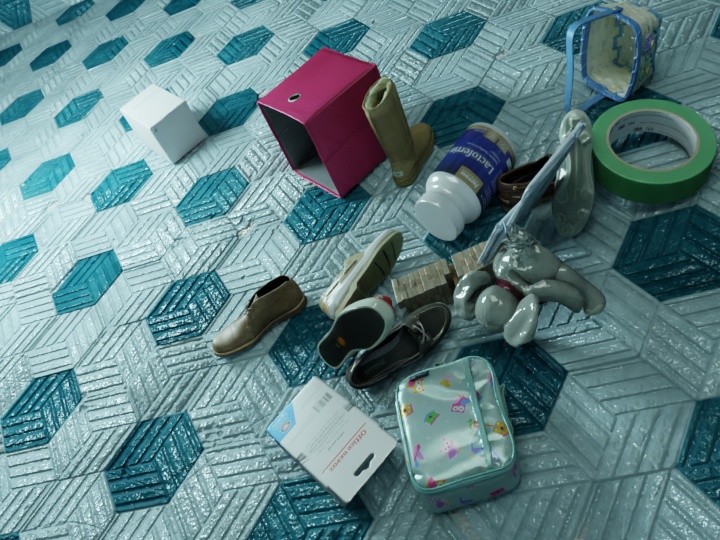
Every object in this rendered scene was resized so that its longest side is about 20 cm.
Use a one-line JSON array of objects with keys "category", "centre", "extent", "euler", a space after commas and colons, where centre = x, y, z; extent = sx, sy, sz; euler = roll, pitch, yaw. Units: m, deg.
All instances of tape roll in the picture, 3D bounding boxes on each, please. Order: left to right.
[{"category": "tape roll", "centre": [0.480, -0.200, 1.185], "extent": [0.195, 0.049, 0.204], "euler": [-5, 51, 6]}]

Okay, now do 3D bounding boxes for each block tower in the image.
[{"category": "block tower", "centre": [0.153, 0.014, 1.188], "extent": [0.196, 0.058, 0.055], "euler": [-21, 43, 6]}]

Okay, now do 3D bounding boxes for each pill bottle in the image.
[{"category": "pill bottle", "centre": [0.188, -0.158, 1.285], "extent": [0.114, 0.117, 0.201], "euler": [19, 62, 39]}]

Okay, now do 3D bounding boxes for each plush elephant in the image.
[{"category": "plush elephant", "centre": [0.234, 0.038, 1.053], "extent": [0.156, 0.198, 0.165], "euler": [-54, 43, 6]}]

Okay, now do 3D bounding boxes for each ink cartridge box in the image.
[{"category": "ink cartridge box", "centre": [-0.034, 0.259, 1.052], "extent": [0.116, 0.067, 0.198], "euler": [-45, 44, -16]}]

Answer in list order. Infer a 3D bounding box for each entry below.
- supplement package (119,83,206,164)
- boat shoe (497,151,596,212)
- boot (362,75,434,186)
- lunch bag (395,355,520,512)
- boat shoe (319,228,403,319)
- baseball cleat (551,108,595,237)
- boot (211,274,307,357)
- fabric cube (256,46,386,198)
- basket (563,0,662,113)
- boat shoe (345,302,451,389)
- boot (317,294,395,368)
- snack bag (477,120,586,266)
[{"category": "supplement package", "centre": [-0.517, -0.385, 1.870], "extent": [0.121, 0.121, 0.199], "euler": [-41, 44, -16]}, {"category": "boat shoe", "centre": [0.335, -0.168, 1.249], "extent": [0.196, 0.071, 0.071], "euler": [-24, 39, 4]}, {"category": "boot", "centre": [0.080, -0.294, 1.405], "extent": [0.065, 0.202, 0.178], "euler": [0, 49, 26]}, {"category": "lunch bag", "centre": [0.136, 0.217, 0.992], "extent": [0.157, 0.078, 0.203], "euler": [-20, 44, 11]}, {"category": "boat shoe", "centre": [0.000, 0.000, 1.269], "extent": [0.067, 0.075, 0.201], "euler": [23, 65, 34]}, {"category": "baseball cleat", "centre": [0.358, -0.163, 1.183], "extent": [0.068, 0.206, 0.106], "euler": [8, 18, 17]}, {"category": "boot", "centre": [-0.196, 0.079, 1.303], "extent": [0.198, 0.076, 0.074], "euler": [-35, 45, -4]}, {"category": "fabric cube", "centre": [-0.060, -0.313, 1.500], "extent": [0.199, 0.202, 0.195], "euler": [-42, 43, -14]}, {"category": "basket", "centre": [0.456, -0.401, 1.322], "extent": [0.197, 0.179, 0.140], "euler": [-27, 45, -14]}, {"category": "boat shoe", "centre": [0.062, 0.122, 1.118], "extent": [0.198, 0.068, 0.057], "euler": [-36, -1, 2]}, {"category": "boot", "centre": [0.021, 0.066, 1.127], "extent": [0.144, 0.073, 0.200], "euler": [-41, -1, -36]}, {"category": "snack bag", "centre": [0.259, -0.115, 1.094], "extent": [0.021, 0.201, 0.189], "euler": [37, 60, 11]}]
